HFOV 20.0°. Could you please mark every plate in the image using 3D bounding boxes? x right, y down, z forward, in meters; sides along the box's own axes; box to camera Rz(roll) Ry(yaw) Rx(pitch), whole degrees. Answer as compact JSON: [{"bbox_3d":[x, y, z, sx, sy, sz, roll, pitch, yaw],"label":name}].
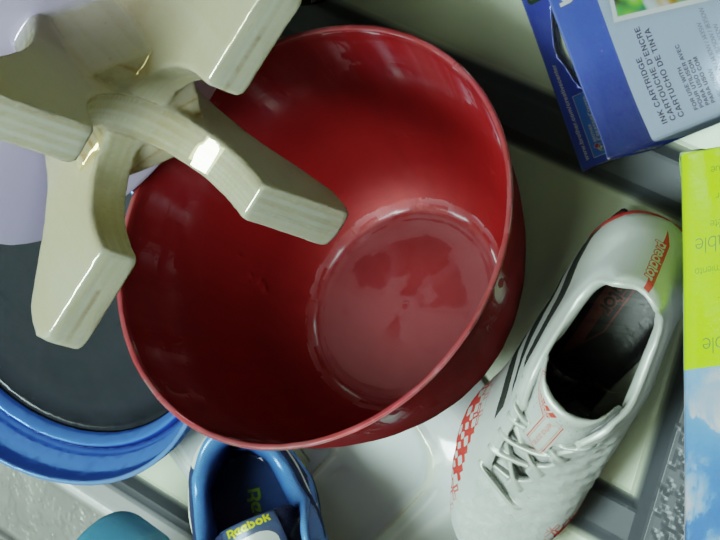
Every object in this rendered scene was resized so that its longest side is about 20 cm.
[{"bbox_3d":[-0.029,0.081,1.056,0.200,0.032,0.200,54,127,16],"label":"plate"}]

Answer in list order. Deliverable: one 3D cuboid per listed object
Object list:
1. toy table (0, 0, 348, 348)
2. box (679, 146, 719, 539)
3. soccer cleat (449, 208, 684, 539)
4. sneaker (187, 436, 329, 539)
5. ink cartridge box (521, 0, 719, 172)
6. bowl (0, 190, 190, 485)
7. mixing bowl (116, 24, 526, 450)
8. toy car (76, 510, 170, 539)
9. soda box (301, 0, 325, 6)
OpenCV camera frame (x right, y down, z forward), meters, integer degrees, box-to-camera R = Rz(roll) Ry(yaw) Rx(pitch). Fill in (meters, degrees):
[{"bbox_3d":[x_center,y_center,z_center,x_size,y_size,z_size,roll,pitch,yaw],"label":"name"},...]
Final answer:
[{"bbox_3d":[-0.100,-0.069,0.868,0.117,0.184,0.200,55,130,45],"label":"toy table"},{"bbox_3d":[0.190,0.043,0.822,0.122,0.048,0.200,-9,73,39],"label":"box"},{"bbox_3d":[0.089,0.062,0.916,0.069,0.085,0.200,29,118,2],"label":"soccer cleat"},{"bbox_3d":[-0.038,0.160,0.966,0.082,0.074,0.200,73,175,-59],"label":"sneaker"},{"bbox_3d":[0.146,-0.125,0.864,0.200,0.042,0.120,-22,87,41],"label":"ink cartridge box"},{"bbox_3d":[-0.160,0.015,1.067,0.200,0.039,0.201,10,116,22],"label":"bowl"},{"bbox_3d":[0.000,0.000,0.942,0.200,0.108,0.201,-12,65,26],"label":"mixing bowl"},{"bbox_3d":[-0.088,0.262,1.083,0.184,0.177,0.200,31,158,29],"label":"toy car"},{"bbox_3d":[-0.066,-0.226,0.989,0.071,0.063,0.200,-38,76,38],"label":"soda box"}]
